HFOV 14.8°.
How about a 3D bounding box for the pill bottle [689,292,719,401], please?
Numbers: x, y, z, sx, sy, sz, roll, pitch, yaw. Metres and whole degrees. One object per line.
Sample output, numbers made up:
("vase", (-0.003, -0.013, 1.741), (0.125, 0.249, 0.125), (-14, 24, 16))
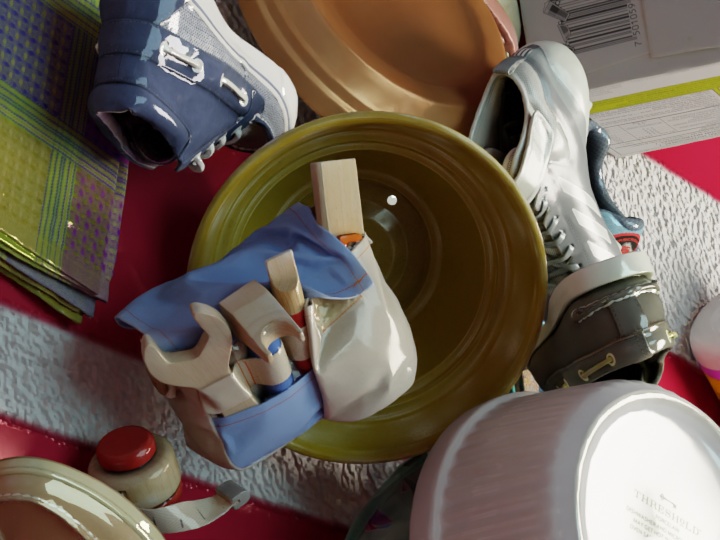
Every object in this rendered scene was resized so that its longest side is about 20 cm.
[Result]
("pill bottle", (0.322, 0.104, 1.983), (0.200, 0.104, 0.104), (59, 37, -21))

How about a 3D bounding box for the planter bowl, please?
("planter bowl", (0.000, 0.000, 1.548), (0.201, 0.200, 0.083), (62, 2, -17))

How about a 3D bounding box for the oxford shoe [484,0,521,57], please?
("oxford shoe", (0.046, -0.215, 1.761), (0.201, 0.070, 0.074), (64, 27, -29))

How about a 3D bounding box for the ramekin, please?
("ramekin", (0.133, 0.153, 1.480), (0.200, 0.105, 0.201), (19, 61, -39))

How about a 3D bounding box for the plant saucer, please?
("plant saucer", (0.014, -0.149, 1.643), (0.200, 0.037, 0.201), (28, 38, -24))

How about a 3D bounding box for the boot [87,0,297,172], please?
("boot", (-0.094, -0.086, 1.485), (0.200, 0.072, 0.091), (46, 50, -59))

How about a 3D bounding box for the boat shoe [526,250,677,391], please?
("boat shoe", (0.137, 0.050, 1.566), (0.202, 0.072, 0.061), (95, -26, -71))

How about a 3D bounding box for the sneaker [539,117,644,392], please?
("sneaker", (0.137, -0.005, 1.772), (0.079, 0.095, 0.201), (-2, 79, -54))

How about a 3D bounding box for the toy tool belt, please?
("toy tool belt", (-0.069, 0.032, 1.421), (0.200, 0.125, 0.123), (-33, 126, -24))

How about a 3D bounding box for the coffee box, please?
("coffee box", (0.224, -0.205, 1.849), (0.198, 0.199, 0.201), (22, 59, -66))

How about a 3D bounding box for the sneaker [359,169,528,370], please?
("sneaker", (0.018, -0.018, 1.637), (0.115, 0.080, 0.200), (-6, 75, -51))

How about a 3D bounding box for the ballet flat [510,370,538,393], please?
("ballet flat", (0.083, 0.044, 1.718), (0.067, 0.068, 0.201), (43, 47, -65))

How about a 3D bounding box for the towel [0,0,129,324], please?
("towel", (-0.173, -0.087, 1.435), (0.143, 0.023, 0.201), (34, 50, -42))

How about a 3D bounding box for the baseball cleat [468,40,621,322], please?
("baseball cleat", (0.103, -0.032, 1.635), (0.106, 0.069, 0.201), (-30, 112, -50))

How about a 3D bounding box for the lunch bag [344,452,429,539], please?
("lunch bag", (0.058, 0.217, 1.552), (0.171, 0.122, 0.200), (50, 36, -22))

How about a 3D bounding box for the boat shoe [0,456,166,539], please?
("boat shoe", (-0.125, 0.172, 1.359), (0.200, 0.072, 0.065), (56, 37, -33))
